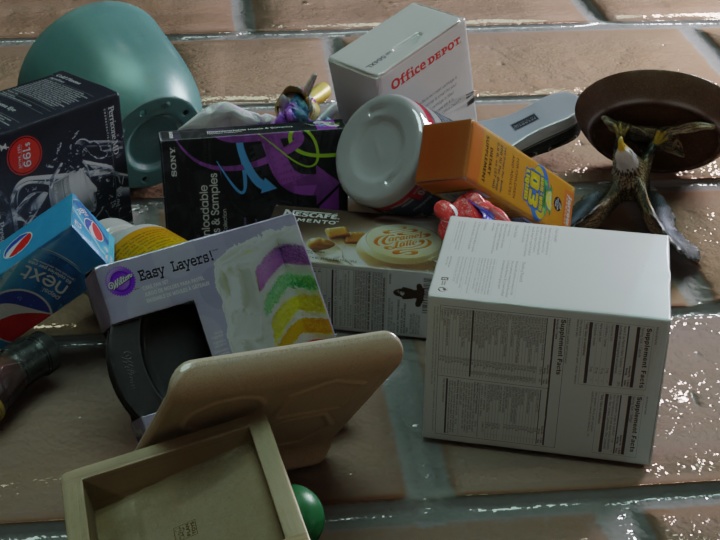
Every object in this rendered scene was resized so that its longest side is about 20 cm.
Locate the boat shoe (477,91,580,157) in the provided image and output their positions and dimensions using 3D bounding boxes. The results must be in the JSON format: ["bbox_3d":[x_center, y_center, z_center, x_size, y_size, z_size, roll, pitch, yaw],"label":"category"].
[{"bbox_3d":[0.187,-0.157,1.610,0.199,0.057,0.069,-22,49,-4],"label":"boat shoe"}]

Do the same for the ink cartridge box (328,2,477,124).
[{"bbox_3d":[0.055,-0.182,1.487,0.084,0.200,0.146,28,53,38],"label":"ink cartridge box"}]

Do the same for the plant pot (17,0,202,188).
[{"bbox_3d":[-0.281,-0.191,1.543,0.200,0.201,0.161,-20,48,-31],"label":"plant pot"}]

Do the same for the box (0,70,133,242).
[{"bbox_3d":[-0.337,-0.077,1.326,0.104,0.201,0.182,23,38,36],"label":"box"}]

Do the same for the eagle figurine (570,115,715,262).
[{"bbox_3d":[0.301,-0.086,1.460,0.152,0.151,0.201,-25,43,47],"label":"eagle figurine"}]

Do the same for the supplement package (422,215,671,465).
[{"bbox_3d":[0.165,0.058,1.150,0.199,0.151,0.152,6,30,9],"label":"supplement package"}]

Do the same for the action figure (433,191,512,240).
[{"bbox_3d":[0.149,-0.018,1.276,0.200,0.065,0.099,24,19,-42],"label":"action figure"}]

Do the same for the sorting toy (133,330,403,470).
[{"bbox_3d":[-0.081,0.108,1.007,0.185,0.200,0.037,-8,61,-26],"label":"sorting toy"}]

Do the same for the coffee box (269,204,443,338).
[{"bbox_3d":[0.000,0.000,1.318,0.199,0.080,0.114,6,30,8],"label":"coffee box"}]

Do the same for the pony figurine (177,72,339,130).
[{"bbox_3d":[-0.099,-0.146,1.491,0.167,0.193,0.200,44,9,4],"label":"pony figurine"}]

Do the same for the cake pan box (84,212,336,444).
[{"bbox_3d":[-0.122,0.062,1.119,0.199,0.185,0.052,-15,-7,-25],"label":"cake pan box"}]

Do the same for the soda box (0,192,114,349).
[{"bbox_3d":[-0.325,0.018,1.202,0.200,0.064,0.068,-34,31,9],"label":"soda box"}]

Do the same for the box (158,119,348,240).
[{"bbox_3d":[-0.113,-0.083,1.397,0.199,0.143,0.036,-5,24,-8],"label":"box"}]

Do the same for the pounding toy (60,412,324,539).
[{"bbox_3d":[-0.088,0.220,0.913,0.199,0.143,0.184,-17,32,-8],"label":"pounding toy"}]

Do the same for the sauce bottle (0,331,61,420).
[{"bbox_3d":[-0.345,0.114,1.131,0.066,0.066,0.200,20,37,30],"label":"sauce bottle"}]

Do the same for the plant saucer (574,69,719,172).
[{"bbox_3d":[0.353,-0.169,1.543,0.199,0.200,0.035,7,65,11],"label":"plant saucer"}]

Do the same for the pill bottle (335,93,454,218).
[{"bbox_3d":[0.079,-0.105,1.397,0.119,0.120,0.200,31,9,41],"label":"pill bottle"}]

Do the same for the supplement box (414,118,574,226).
[{"bbox_3d":[0.141,-0.088,1.327,0.069,0.067,0.200,-3,-18,38],"label":"supplement box"}]

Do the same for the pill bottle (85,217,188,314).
[{"bbox_3d":[-0.189,0.022,1.245,0.113,0.113,0.200,-26,39,-38],"label":"pill bottle"}]
